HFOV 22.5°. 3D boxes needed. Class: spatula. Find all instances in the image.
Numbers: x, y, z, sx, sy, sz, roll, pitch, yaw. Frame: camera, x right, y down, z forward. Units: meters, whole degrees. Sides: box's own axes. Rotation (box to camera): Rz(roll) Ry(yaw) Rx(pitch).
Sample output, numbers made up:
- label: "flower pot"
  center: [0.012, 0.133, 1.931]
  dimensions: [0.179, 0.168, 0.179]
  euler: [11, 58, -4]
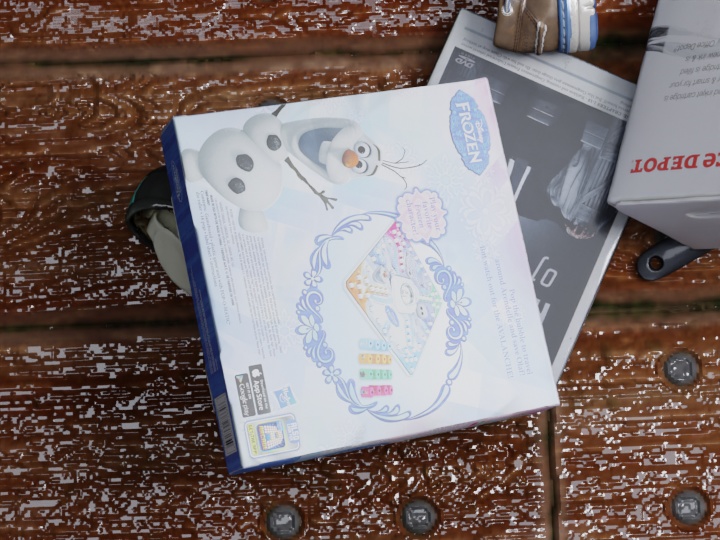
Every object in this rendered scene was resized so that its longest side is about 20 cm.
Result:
- label: "spatula"
  center: [0.257, -0.049, 1.115]
  dimensions: [0.199, 0.021, 0.057]
  euler: [-29, 87, -2]

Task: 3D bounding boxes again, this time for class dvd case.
- label: "dvd case"
  center: [0.088, -0.041, 1.116]
  dimensions: [0.149, 0.025, 0.202]
  euler: [24, 83, 4]

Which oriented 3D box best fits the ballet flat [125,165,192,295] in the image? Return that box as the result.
- label: "ballet flat"
  center: [-0.065, 0.018, 1.087]
  dimensions: [0.200, 0.068, 0.068]
  euler: [40, 129, 10]

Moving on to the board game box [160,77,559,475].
- label: "board game box"
  center: [0.000, 0.000, 1.048]
  dimensions: [0.197, 0.043, 0.202]
  euler: [-9, 81, -20]

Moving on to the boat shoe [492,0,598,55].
- label: "boat shoe"
  center: [0.098, -0.230, 1.110]
  dimensions: [0.072, 0.072, 0.202]
  euler: [-6, 75, 1]

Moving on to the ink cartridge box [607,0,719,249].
- label: "ink cartridge box"
  center: [0.240, -0.120, 1.047]
  dimensions: [0.085, 0.146, 0.202]
  euler: [23, 76, -34]
